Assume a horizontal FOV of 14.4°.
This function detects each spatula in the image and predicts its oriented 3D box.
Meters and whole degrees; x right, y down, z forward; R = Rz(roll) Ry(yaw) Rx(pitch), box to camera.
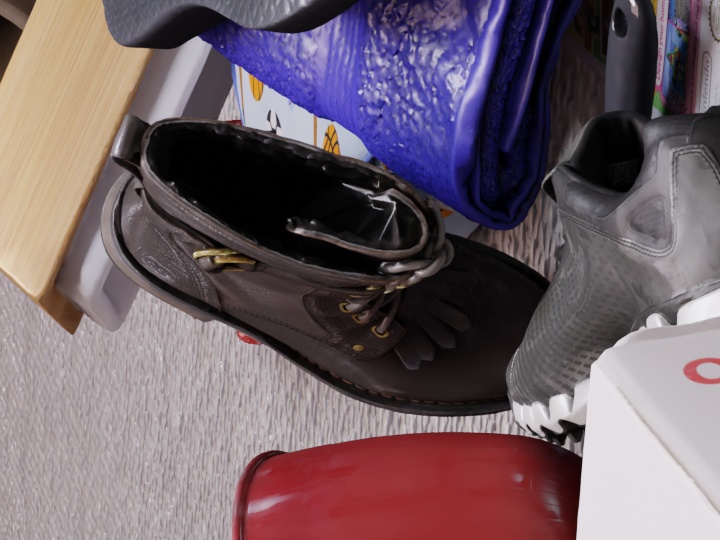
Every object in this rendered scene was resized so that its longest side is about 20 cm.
[{"bbox_3d":[0.092,-0.018,0.937,0.200,0.020,0.057,79,167,-49],"label":"spatula"}]

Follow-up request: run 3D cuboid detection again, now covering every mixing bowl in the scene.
[{"bbox_3d":[0.052,0.131,0.963,0.200,0.108,0.200,57,-164,-26],"label":"mixing bowl"}]

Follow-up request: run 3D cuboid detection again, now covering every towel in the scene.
[{"bbox_3d":[0.002,-0.117,0.972,0.200,0.049,0.148,36,118,46],"label":"towel"}]

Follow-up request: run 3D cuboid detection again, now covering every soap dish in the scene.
[{"bbox_3d":[-0.110,-0.076,1.251,0.157,0.081,0.201,91,-159,-84],"label":"soap dish"}]

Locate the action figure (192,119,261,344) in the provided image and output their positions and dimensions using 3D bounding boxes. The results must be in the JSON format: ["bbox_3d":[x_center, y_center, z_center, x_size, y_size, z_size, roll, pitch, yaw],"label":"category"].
[{"bbox_3d":[-0.055,-0.018,1.257,0.200,0.051,0.066,87,173,-72],"label":"action figure"}]

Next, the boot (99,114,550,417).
[{"bbox_3d":[0.000,0.000,0.967,0.174,0.199,0.070,161,125,-76],"label":"boot"}]

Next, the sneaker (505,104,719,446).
[{"bbox_3d":[0.087,-0.002,0.884,0.200,0.066,0.091,141,112,-71],"label":"sneaker"}]

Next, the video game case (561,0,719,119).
[{"bbox_3d":[0.110,-0.130,0.868,0.182,0.022,0.201,-130,35,-55],"label":"video game case"}]

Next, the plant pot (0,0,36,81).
[{"bbox_3d":[-0.263,-0.158,1.698,0.201,0.199,0.175,102,169,-46],"label":"plant pot"}]

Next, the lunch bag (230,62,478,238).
[{"bbox_3d":[0.005,-0.090,1.106,0.200,0.075,0.161,121,139,-62],"label":"lunch bag"}]

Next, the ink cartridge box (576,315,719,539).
[{"bbox_3d":[0.155,0.089,0.654,0.200,0.146,0.083,-126,33,-54],"label":"ink cartridge box"}]

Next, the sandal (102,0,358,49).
[{"bbox_3d":[-0.034,-0.115,0.961,0.200,0.043,0.076,-177,88,-65],"label":"sandal"}]
